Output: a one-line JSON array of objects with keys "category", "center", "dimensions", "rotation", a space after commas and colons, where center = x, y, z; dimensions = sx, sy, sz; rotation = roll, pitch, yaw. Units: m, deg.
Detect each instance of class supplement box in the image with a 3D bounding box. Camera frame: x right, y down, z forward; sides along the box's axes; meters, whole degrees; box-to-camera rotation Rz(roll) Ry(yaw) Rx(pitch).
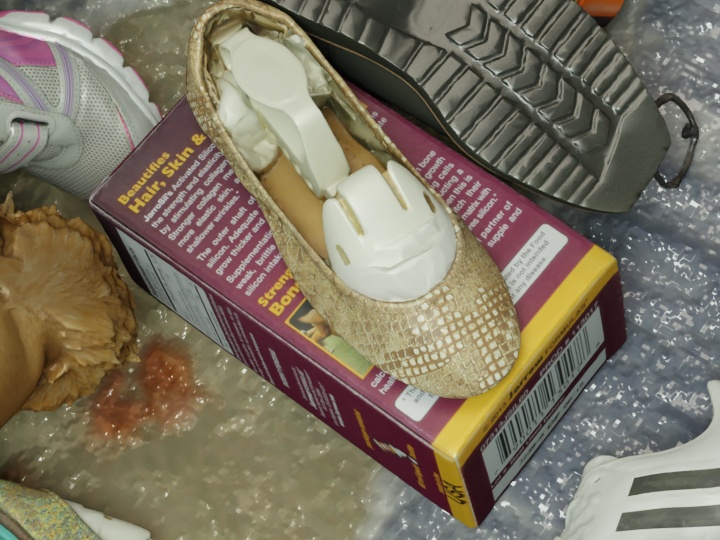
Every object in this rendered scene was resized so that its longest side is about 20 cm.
[{"category": "supplement box", "center": [0.000, 0.000, 1.058], "dimensions": [0.200, 0.086, 0.110], "rotation": [35, 74, 22]}]

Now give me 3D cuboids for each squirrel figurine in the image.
[{"category": "squirrel figurine", "center": [-0.197, 0.038, 1.040], "dimensions": [0.199, 0.187, 0.142], "rotation": [-9, 72, -36]}]

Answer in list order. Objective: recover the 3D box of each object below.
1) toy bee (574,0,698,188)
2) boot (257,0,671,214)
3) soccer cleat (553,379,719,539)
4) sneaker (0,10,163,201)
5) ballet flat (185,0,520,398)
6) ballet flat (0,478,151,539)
[{"category": "toy bee", "center": [0.085, -0.146, 1.106], "dimensions": [0.108, 0.131, 0.201], "rotation": [1, 73, 37]}, {"category": "boot", "center": [0.036, -0.089, 1.090], "dimensions": [0.200, 0.138, 0.078], "rotation": [37, 81, 2]}, {"category": "soccer cleat", "center": [0.100, 0.121, 0.998], "dimensions": [0.200, 0.069, 0.085], "rotation": [-37, 55, -13]}, {"category": "sneaker", "center": [-0.177, -0.072, 1.086], "dimensions": [0.199, 0.081, 0.089], "rotation": [27, 50, -19]}, {"category": "ballet flat", "center": [-0.011, -0.033, 0.990], "dimensions": [0.070, 0.065, 0.200], "rotation": [-38, 65, -10]}, {"category": "ballet flat", "center": [-0.094, 0.140, 1.023], "dimensions": [0.200, 0.071, 0.071], "rotation": [38, 75, 24]}]
